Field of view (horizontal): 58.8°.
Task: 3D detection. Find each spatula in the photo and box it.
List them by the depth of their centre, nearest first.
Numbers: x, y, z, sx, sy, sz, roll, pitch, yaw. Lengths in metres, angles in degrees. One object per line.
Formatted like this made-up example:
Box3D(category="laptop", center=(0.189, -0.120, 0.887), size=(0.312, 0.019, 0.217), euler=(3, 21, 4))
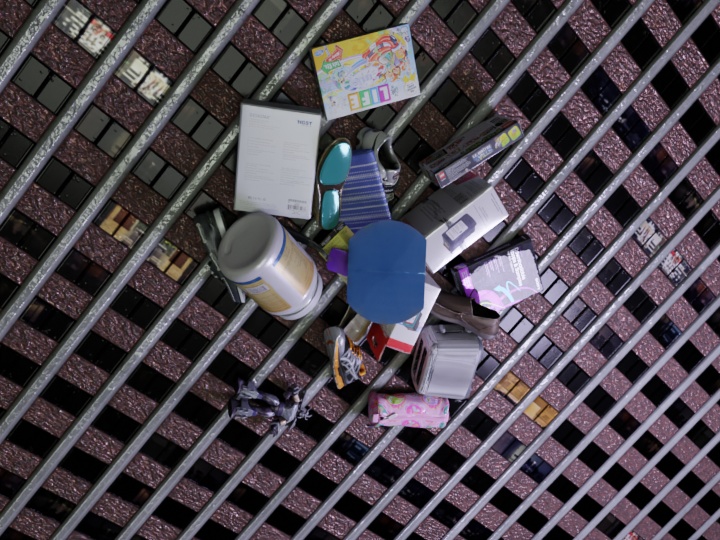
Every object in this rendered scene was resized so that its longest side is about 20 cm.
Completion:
Box3D(category="spatula", center=(-0.094, -0.048, 1.311), size=(0.197, 0.021, 0.057), euler=(29, 124, 13))

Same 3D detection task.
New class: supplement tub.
Box3D(category="supplement tub", center=(-0.173, -0.003, 1.262), size=(0.144, 0.145, 0.200), euler=(-37, 139, 2))

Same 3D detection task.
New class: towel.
Box3D(category="towel", center=(-0.011, -0.145, 1.303), size=(0.142, 0.024, 0.204), euler=(-4, 118, 27))

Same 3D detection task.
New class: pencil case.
Box3D(category="pencil case", center=(0.112, 0.335, 1.526), size=(0.195, 0.088, 0.089), euler=(5, 110, -17))

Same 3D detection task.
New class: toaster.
Box3D(category="toaster", center=(0.195, 0.216, 1.486), size=(0.126, 0.114, 0.204), euler=(5, 119, -12))

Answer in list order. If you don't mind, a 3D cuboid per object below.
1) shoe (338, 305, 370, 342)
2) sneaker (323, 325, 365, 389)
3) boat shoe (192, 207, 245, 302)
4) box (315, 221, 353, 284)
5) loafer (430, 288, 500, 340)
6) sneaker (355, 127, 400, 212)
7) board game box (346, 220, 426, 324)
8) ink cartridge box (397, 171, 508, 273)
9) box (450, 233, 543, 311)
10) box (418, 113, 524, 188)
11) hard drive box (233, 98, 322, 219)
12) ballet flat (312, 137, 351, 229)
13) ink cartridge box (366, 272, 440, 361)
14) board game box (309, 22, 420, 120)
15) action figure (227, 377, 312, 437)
Box3D(category="shoe", center=(0.014, 0.069, 1.404), size=(0.053, 0.070, 0.202), euler=(22, 106, -29))
Box3D(category="sneaker", center=(-0.034, 0.183, 1.414), size=(0.076, 0.079, 0.202), euler=(-16, 143, -7))
Box3D(category="boat shoe", center=(-0.283, -0.024, 1.295), size=(0.059, 0.076, 0.204), euler=(-15, 106, -5))
Box3D(category="box", center=(0.000, 0.000, 1.331), size=(0.200, 0.050, 0.075), euler=(48, 126, -2))
Box3D(category="loafer", center=(0.229, 0.079, 1.435), size=(0.197, 0.074, 0.072), euler=(24, 129, 0))
Box3D(category="sneaker", center=(0.044, -0.183, 1.297), size=(0.073, 0.088, 0.204), euler=(-28, 120, -32))
Box3D(category="board game box", center=(0.052, 0.003, 1.275), size=(0.154, 0.039, 0.205), euler=(2, 92, 6))
Box3D(category="ink cartridge box", center=(0.186, -0.106, 1.339), size=(0.199, 0.145, 0.085), euler=(-37, 115, 3))
Box3D(category="box", center=(0.319, 0.020, 1.484), size=(0.197, 0.036, 0.145), euler=(-25, 115, -5))
Box3D(category="box", center=(0.224, -0.248, 1.314), size=(0.198, 0.110, 0.035), euler=(-32, 116, 0))
Box3D(category="hard drive box", center=(-0.160, -0.215, 1.235), size=(0.152, 0.077, 0.204), euler=(7, 110, -7))
Box3D(category="ballet flat", center=(-0.063, -0.177, 1.255), size=(0.069, 0.071, 0.203), euler=(0, 127, -14))
Box3D(category="ink cartridge box", center=(0.090, 0.096, 1.410), size=(0.066, 0.116, 0.203), euler=(19, 106, -20))
Box3D(category="board game box", center=(0.010, -0.387, 1.247), size=(0.196, 0.034, 0.137), euler=(-18, 114, -7))
Box3D(category="action figure", center=(-0.198, 0.310, 1.447), size=(0.197, 0.069, 0.133), euler=(19, 96, -24))
